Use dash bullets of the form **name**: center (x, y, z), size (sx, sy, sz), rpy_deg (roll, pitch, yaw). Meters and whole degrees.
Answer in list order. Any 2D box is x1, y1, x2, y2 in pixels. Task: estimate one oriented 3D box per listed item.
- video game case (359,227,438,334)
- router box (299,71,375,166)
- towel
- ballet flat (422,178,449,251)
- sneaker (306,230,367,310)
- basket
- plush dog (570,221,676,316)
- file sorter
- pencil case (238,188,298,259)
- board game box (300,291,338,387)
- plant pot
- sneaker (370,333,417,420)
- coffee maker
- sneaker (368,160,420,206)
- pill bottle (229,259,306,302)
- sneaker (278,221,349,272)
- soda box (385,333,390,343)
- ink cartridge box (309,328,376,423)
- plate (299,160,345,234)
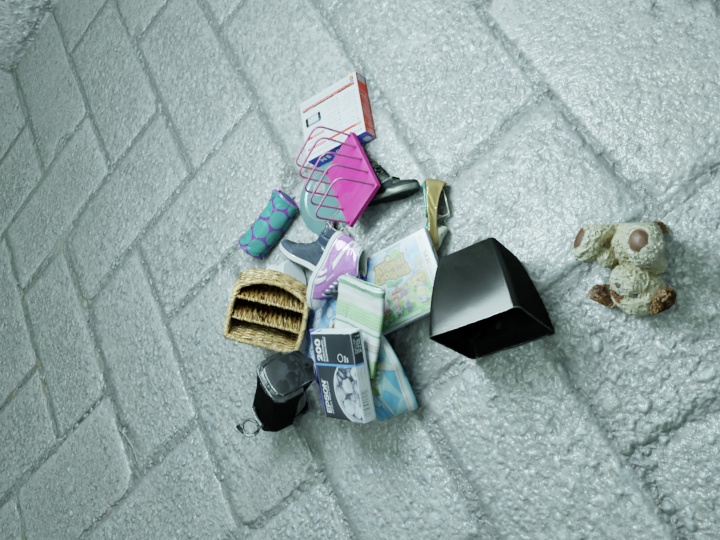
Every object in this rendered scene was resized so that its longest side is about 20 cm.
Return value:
- **video game case**: center (0.095, 0.028, 1.452), size (0.198, 0.022, 0.185), rpy_deg (-27, 69, 26)
- **router box**: center (-0.066, -0.400, 1.701), size (0.197, 0.049, 0.183), rpy_deg (-20, 69, 31)
- **towel**: center (-0.010, 0.123, 1.422), size (0.148, 0.030, 0.204), rpy_deg (19, 105, 47)
- **ballet flat**: center (0.175, -0.116, 1.480), size (0.062, 0.069, 0.204), rpy_deg (0, 84, 5)
- **sneaker**: center (-0.052, 0.022, 1.499), size (0.113, 0.072, 0.203), rpy_deg (33, 110, 26)
- **basket**: center (-0.224, 0.094, 1.577), size (0.196, 0.150, 0.145), rpy_deg (15, 120, -5)
- **plush dog**: center (0.513, -0.001, 1.195), size (0.199, 0.158, 0.176), rpy_deg (7, 101, 63)
- **file sorter**: center (-0.065, -0.234, 1.560), size (0.140, 0.124, 0.202), rpy_deg (-53, 45, 35)
- **pencil case**: center (-0.256, -0.129, 1.771), size (0.092, 0.085, 0.201), rpy_deg (43, 107, 16)
- **board game box**: center (-0.074, 0.172, 1.565), size (0.199, 0.043, 0.203), rpy_deg (47, 121, 48)
- **plant pot**: center (0.258, 0.054, 1.322), size (0.198, 0.198, 0.180), rpy_deg (-24, 57, 29)
- **sneaker**: center (0.037, 0.248, 1.437), size (0.129, 0.080, 0.203), rpy_deg (-25, 97, -3)
- **coffee maker**: center (-0.201, 0.308, 1.550), size (0.133, 0.201, 0.193), rpy_deg (32, 57, 11)
- **sneaker**: center (0.056, -0.225, 1.572), size (0.197, 0.076, 0.117), rpy_deg (-5, 85, 40)
- **pill bottle**: center (-0.249, 0.053, 1.716), size (0.198, 0.116, 0.118), rpy_deg (-26, 68, 29)
- **sneaker**: center (-0.116, -0.077, 1.658), size (0.200, 0.077, 0.149), rpy_deg (28, 109, 25)
- **soda box**: center (0.032, 0.130, 1.531), size (0.062, 0.070, 0.204), rpy_deg (-5, 80, 33)
- **ink cartridge box**: center (-0.056, 0.233, 1.442), size (0.198, 0.043, 0.202), rpy_deg (-7, 94, 51)
- **plate**: center (-0.092, -0.196, 1.703), size (0.197, 0.025, 0.205), rpy_deg (-6, 79, 34)
